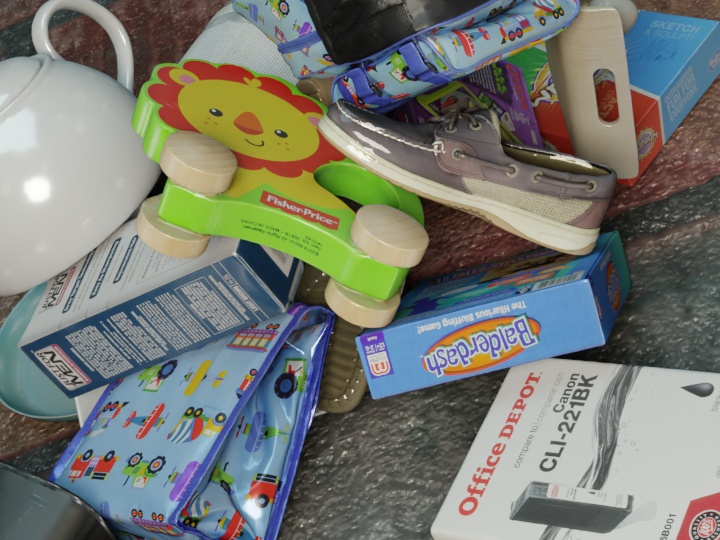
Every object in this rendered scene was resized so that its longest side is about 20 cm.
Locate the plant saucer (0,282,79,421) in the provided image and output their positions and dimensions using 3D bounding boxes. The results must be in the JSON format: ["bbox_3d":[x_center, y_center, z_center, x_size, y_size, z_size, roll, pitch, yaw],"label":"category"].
[{"bbox_3d":[-0.206,0.049,1.323,0.198,0.028,0.201,-16,41,14],"label":"plant saucer"}]

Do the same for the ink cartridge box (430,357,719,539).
[{"bbox_3d":[0.161,0.135,0.965,0.198,0.084,0.145,3,47,35],"label":"ink cartridge box"}]

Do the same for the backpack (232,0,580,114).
[{"bbox_3d":[0.020,-0.181,1.097,0.182,0.136,0.199,-28,7,-41],"label":"backpack"}]

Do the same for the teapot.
[{"bbox_3d":[-0.247,-0.092,1.195,0.197,0.147,0.200,-34,22,7],"label":"teapot"}]

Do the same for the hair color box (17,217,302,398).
[{"bbox_3d":[-0.133,0.007,1.125,0.199,0.061,0.100,-21,34,30],"label":"hair color box"}]

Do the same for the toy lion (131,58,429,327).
[{"bbox_3d":[-0.053,-0.066,1.049,0.198,0.069,0.192,21,31,-5],"label":"toy lion"}]

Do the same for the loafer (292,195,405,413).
[{"bbox_3d":[0.000,0.000,1.145,0.075,0.202,0.067,13,9,32],"label":"loafer"}]

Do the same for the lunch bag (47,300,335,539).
[{"bbox_3d":[-0.108,0.092,1.111,0.150,0.094,0.201,-1,60,44],"label":"lunch bag"}]

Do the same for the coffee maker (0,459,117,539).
[{"bbox_3d":[-0.242,0.224,1.015,0.134,0.192,0.201,28,62,5],"label":"coffee maker"}]

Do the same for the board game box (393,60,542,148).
[{"bbox_3d":[0.078,-0.109,1.188,0.032,0.119,0.201,-59,22,32],"label":"board game box"}]

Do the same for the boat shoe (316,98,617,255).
[{"bbox_3d":[0.071,-0.073,1.041,0.072,0.198,0.065,-100,34,-70],"label":"boat shoe"}]

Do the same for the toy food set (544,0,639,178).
[{"bbox_3d":[0.167,-0.182,1.201,0.060,0.144,0.201,-12,40,5],"label":"toy food set"}]

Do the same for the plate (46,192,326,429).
[{"bbox_3d":[-0.126,0.038,1.220,0.198,0.032,0.202,-19,74,9],"label":"plate"}]

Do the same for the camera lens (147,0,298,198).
[{"bbox_3d":[-0.082,-0.124,1.335,0.159,0.161,0.201,4,48,34],"label":"camera lens"}]

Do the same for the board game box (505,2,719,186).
[{"bbox_3d":[0.171,-0.150,1.311,0.199,0.040,0.153,17,56,41],"label":"board game box"}]

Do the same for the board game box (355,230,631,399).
[{"bbox_3d":[0.094,0.026,1.078,0.151,0.045,0.200,-15,6,17],"label":"board game box"}]

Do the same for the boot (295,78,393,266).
[{"bbox_3d":[0.021,-0.068,1.263,0.072,0.202,0.166,-4,8,35],"label":"boot"}]
